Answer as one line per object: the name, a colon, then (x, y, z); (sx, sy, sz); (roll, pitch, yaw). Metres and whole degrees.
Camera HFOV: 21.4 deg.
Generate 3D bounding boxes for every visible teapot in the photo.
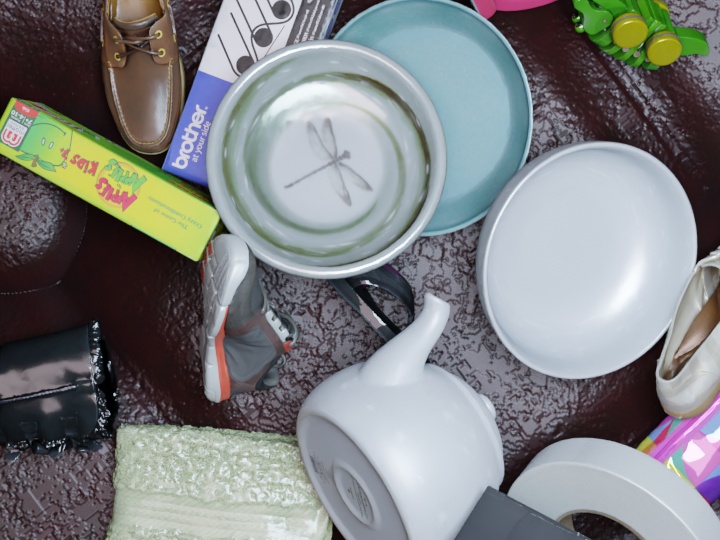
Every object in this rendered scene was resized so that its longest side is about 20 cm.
teapot: (0.052, 0.152, 1.574); (0.145, 0.200, 0.198); (-30, 77, -24)

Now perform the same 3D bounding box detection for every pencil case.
pencil case: (0.296, 0.140, 1.602); (0.200, 0.088, 0.088); (-44, 89, 1)

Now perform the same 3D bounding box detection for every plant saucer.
plant saucer: (-0.028, -0.088, 1.582); (0.198, 0.050, 0.202); (0, 79, -1)
plant saucer: (0.053, -0.131, 1.615); (0.198, 0.036, 0.202); (3, 98, 18)

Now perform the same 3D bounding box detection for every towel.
towel: (-0.122, 0.209, 1.655); (0.198, 0.036, 0.150); (7, 91, 3)

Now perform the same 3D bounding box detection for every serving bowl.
serving bowl: (0.180, -0.015, 1.597); (0.198, 0.066, 0.202); (-6, 107, -20)

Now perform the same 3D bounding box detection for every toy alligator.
toy alligator: (0.205, -0.210, 1.589); (0.199, 0.060, 0.054); (21, 128, -30)

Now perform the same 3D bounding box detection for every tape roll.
tape roll: (0.212, 0.229, 1.571); (0.203, 0.203, 0.037); (46, 50, 1)

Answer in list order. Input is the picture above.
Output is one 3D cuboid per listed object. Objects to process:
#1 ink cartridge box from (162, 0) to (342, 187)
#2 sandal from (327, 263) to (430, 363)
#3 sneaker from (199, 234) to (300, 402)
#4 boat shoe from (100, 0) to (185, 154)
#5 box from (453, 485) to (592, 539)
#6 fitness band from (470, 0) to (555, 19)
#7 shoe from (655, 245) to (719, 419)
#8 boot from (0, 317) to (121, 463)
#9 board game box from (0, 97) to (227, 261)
ink cartridge box: (-0.091, -0.163, 1.636); (0.093, 0.044, 0.201); (20, 93, 4)
sandal: (-0.001, 0.000, 1.621); (0.048, 0.075, 0.201); (-39, 89, 7)
sneaker: (-0.090, 0.036, 1.591); (0.081, 0.201, 0.078); (-2, 57, -9)
boat shoe: (-0.192, -0.200, 1.629); (0.071, 0.068, 0.202); (-3, 92, 3)
box: (0.125, 0.295, 1.516); (0.124, 0.200, 0.149); (25, 65, 23)
fitness band: (0.139, -0.276, 1.548); (0.143, 0.200, 0.038); (-32, 63, 2)
shoe: (0.302, 0.028, 1.584); (0.070, 0.053, 0.201); (15, 67, 44)
boot: (-0.298, 0.070, 1.642); (0.161, 0.073, 0.200); (-7, 99, 6)
board game box: (-0.207, -0.077, 1.618); (0.199, 0.102, 0.048); (29, 94, 2)
